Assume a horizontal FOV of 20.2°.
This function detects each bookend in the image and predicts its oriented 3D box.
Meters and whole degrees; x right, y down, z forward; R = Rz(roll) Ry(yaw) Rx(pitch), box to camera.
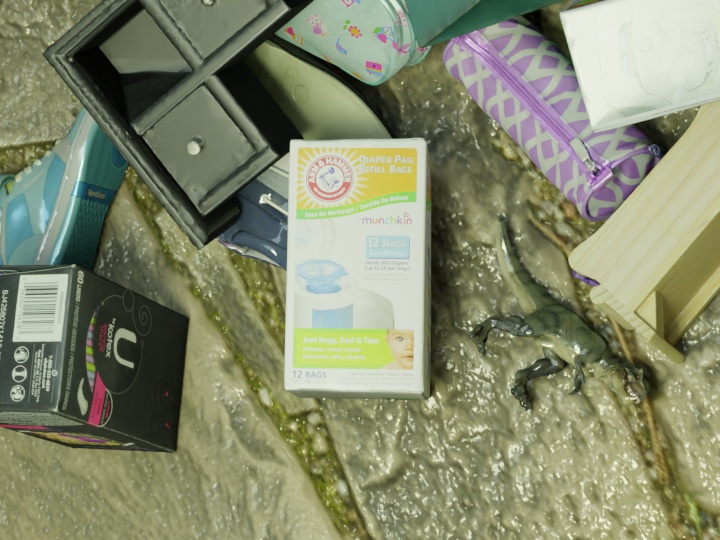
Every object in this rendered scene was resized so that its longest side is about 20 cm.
[{"bbox_3d":[-0.106,-0.158,1.592,0.199,0.092,0.200,-36,93,20],"label":"bookend"}]

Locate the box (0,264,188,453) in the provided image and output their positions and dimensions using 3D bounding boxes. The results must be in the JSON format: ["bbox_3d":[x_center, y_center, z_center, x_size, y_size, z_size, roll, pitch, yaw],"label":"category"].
[{"bbox_3d":[-0.234,0.075,1.656,0.106,0.200,0.122,0,77,23],"label":"box"}]

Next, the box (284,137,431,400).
[{"bbox_3d":[0.000,0.000,1.604,0.112,0.101,0.200,1,83,5],"label":"box"}]

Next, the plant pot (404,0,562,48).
[{"bbox_3d":[0.091,-0.299,1.543,0.141,0.141,0.200,-21,87,-21],"label":"plant pot"}]

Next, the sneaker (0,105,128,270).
[{"bbox_3d":[-0.284,-0.083,1.786,0.130,0.080,0.200,16,83,24],"label":"sneaker"}]

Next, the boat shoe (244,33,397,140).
[{"bbox_3d":[-0.040,-0.149,1.701,0.201,0.063,0.074,37,122,12],"label":"boat shoe"}]

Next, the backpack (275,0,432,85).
[{"bbox_3d":[-0.013,-0.247,1.664,0.200,0.167,0.127,32,63,13],"label":"backpack"}]

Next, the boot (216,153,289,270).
[{"bbox_3d":[-0.120,-0.074,1.715,0.200,0.073,0.090,24,81,26],"label":"boot"}]

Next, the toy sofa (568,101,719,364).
[{"bbox_3d":[0.260,-0.037,1.539,0.098,0.083,0.200,42,95,30],"label":"toy sofa"}]

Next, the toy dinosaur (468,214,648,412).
[{"bbox_3d":[0.140,0.053,1.589,0.088,0.047,0.200,-38,64,-6],"label":"toy dinosaur"}]

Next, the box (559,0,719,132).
[{"bbox_3d":[0.256,-0.182,1.502,0.176,0.200,0.097,-15,100,18],"label":"box"}]

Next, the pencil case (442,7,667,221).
[{"bbox_3d":[0.150,-0.125,1.607,0.200,0.085,0.084,48,116,27],"label":"pencil case"}]
